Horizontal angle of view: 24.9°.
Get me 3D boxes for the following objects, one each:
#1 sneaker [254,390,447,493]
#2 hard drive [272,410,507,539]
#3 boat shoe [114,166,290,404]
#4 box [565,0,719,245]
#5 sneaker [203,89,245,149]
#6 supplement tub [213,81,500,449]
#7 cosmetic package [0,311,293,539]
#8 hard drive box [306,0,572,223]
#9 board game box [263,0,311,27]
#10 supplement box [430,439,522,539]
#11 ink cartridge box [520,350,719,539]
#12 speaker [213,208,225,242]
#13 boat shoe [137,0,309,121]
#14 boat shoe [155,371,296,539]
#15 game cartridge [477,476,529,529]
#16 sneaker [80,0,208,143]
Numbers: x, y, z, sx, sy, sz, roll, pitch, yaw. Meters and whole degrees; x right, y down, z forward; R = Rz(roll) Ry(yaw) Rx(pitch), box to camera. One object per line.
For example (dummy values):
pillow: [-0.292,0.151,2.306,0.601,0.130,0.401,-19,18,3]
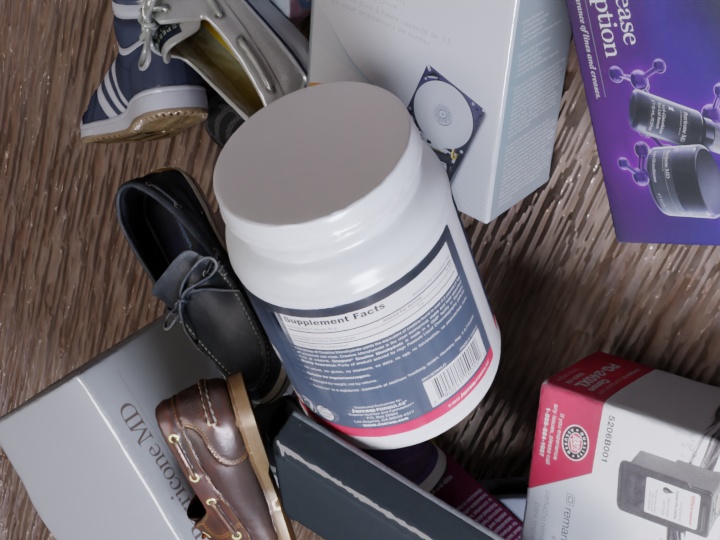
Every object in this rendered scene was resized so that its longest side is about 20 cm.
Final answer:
sneaker: [-0.025,0.100,1.149,0.199,0.076,0.088,7,137,51]
hard drive: [0.034,0.175,1.051,0.199,0.033,0.140,30,158,14]
boat shoe: [-0.115,0.011,1.163,0.075,0.062,0.201,-44,67,31]
box: [0.196,-0.119,0.898,0.140,0.079,0.202,1,115,41]
sneaker: [-0.050,-0.063,1.163,0.200,0.087,0.074,41,137,19]
supplement tub: [0.000,0.000,1.004,0.139,0.141,0.201,18,145,36]
cosmetic package: [-0.145,0.127,1.289,0.166,0.200,0.168,-28,95,49]
hard drive box: [0.049,-0.156,1.018,0.155,0.077,0.202,27,131,29]
board game box: [-0.099,-0.285,1.062,0.199,0.043,0.201,43,157,17]
supplement box: [0.076,0.234,1.173,0.200,0.085,0.111,42,136,17]
ink cartridge box: [0.208,0.153,1.015,0.199,0.083,0.147,17,109,32]
speaker: [-0.023,0.022,1.196,0.199,0.081,0.082,35,135,23]
boat shoe: [-0.120,-0.168,1.104,0.202,0.086,0.075,46,147,4]
boat shoe: [-0.090,0.157,1.152,0.071,0.070,0.201,-117,9,-56]
game cartridge: [0.160,0.211,1.169,0.199,0.041,0.134,-10,111,47]
sneaker: [-0.168,-0.157,1.238,0.200,0.069,0.110,-7,90,64]
